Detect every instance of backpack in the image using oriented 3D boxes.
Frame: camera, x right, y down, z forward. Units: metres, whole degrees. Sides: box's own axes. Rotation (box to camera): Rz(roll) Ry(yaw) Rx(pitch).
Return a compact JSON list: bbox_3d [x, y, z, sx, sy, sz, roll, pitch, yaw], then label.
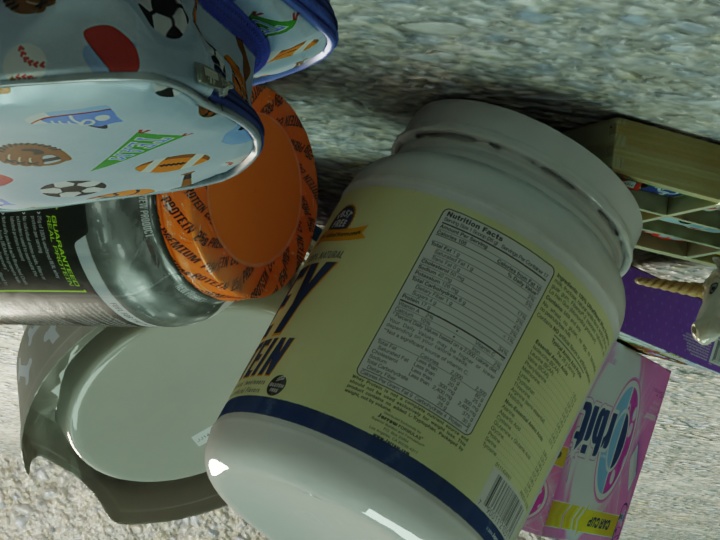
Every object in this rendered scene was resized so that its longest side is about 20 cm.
[{"bbox_3d":[-0.092,-0.097,0.679,0.199,0.155,0.190,0,178,22],"label":"backpack"}]

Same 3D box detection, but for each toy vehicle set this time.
[{"bbox_3d":[0.172,-0.031,1.135,0.199,0.027,0.124,13,168,-26],"label":"toy vehicle set"}]

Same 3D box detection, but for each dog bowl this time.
[{"bbox_3d":[-0.099,0.054,1.263,0.199,0.059,0.201,-16,140,-13],"label":"dog bowl"}]

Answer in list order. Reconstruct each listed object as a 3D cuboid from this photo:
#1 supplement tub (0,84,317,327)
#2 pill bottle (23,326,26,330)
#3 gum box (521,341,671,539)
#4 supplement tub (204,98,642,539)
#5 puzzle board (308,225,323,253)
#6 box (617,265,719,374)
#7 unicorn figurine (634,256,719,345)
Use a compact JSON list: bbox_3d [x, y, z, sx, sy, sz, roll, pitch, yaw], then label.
[{"bbox_3d":[-0.126,-0.035,1.066,0.199,0.123,0.122,1,167,35],"label":"supplement tub"},{"bbox_3d":[-0.151,0.028,1.404,0.109,0.110,0.200,8,169,-2],"label":"pill bottle"},{"bbox_3d":[0.117,0.094,1.321,0.066,0.114,0.200,16,177,21],"label":"gum box"},{"bbox_3d":[0.033,0.038,1.044,0.145,0.200,0.145,25,159,10],"label":"supplement tub"},{"bbox_3d":[0.000,0.000,1.281,0.150,0.017,0.200,32,180,28],"label":"puzzle board"},{"bbox_3d":[0.111,0.009,1.284,0.136,0.039,0.200,15,176,36],"label":"box"},{"bbox_3d":[0.194,0.021,1.053,0.074,0.138,0.200,17,145,-10],"label":"unicorn figurine"}]
